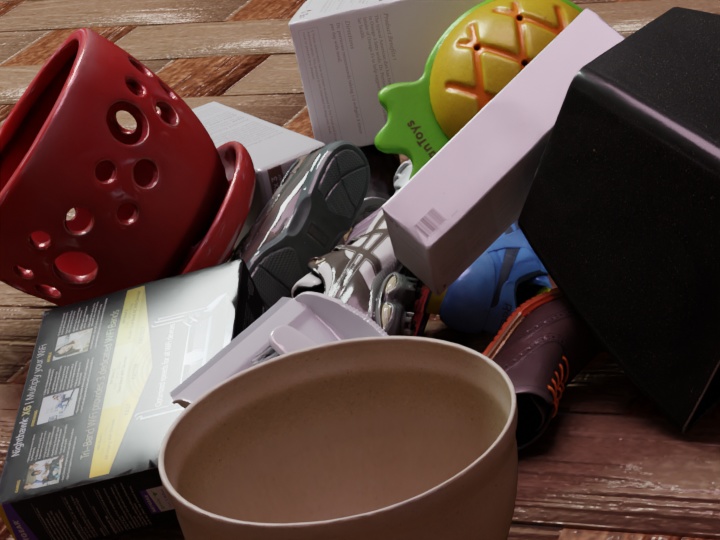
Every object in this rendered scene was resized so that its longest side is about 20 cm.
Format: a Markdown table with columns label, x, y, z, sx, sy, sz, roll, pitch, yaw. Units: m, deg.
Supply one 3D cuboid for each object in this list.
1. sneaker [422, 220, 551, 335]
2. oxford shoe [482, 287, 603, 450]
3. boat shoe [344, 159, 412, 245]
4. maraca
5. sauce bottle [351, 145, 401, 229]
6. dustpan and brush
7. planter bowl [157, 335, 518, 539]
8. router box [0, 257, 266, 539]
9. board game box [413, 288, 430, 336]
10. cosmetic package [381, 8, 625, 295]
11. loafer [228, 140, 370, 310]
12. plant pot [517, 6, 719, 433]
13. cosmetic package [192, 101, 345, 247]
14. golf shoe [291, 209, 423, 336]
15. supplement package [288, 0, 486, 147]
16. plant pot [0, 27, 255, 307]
| label | x | y | z | sx | sy | sz | roll | pitch | yaw |
| --- | --- | --- | --- | --- | --- | --- | --- | --- | --- |
| sneaker | 0.111 | -0.001 | 1.420 | 0.078 | 0.067 | 0.200 | 22 | 27 | 10 |
| oxford shoe | 0.114 | 0.076 | 1.233 | 0.199 | 0.072 | 0.072 | -36 | 36 | -25 |
| boat shoe | 0.064 | -0.063 | 1.504 | 0.199 | 0.072 | 0.069 | -30 | 66 | -14 |
| maraca | 0.105 | -0.135 | 1.463 | 0.199 | 0.138 | 0.107 | -35 | -11 | -7 |
| sauce bottle | 0.006 | -0.083 | 1.625 | 0.065 | 0.067 | 0.200 | -11 | 22 | 0 |
| dustpan and brush | -0.002 | 0.081 | 1.171 | 0.199 | 0.058 | 0.139 | 34 | 45 | 17 |
| planter bowl | -0.002 | 0.143 | 1.046 | 0.198 | 0.136 | 0.201 | -9 | 23 | 4 |
| router box | -0.149 | 0.089 | 1.260 | 0.156 | 0.053 | 0.201 | -14 | 36 | 13 |
| board game box | -0.016 | 0.066 | 1.332 | 0.102 | 0.020 | 0.201 | 4 | 30 | 11 |
| cosmetic package | 0.102 | -0.080 | 1.273 | 0.200 | 0.083 | 0.051 | -44 | 67 | -11 |
| loafer | -0.061 | -0.014 | 1.457 | 0.063 | 0.072 | 0.201 | 1 | 51 | 48 |
| plant pot | 0.222 | -0.054 | 1.228 | 0.177 | 0.201 | 0.199 | 36 | 45 | 21 |
| cosmetic package | -0.098 | -0.072 | 1.606 | 0.074 | 0.103 | 0.199 | -24 | 28 | -27 |
| golf shoe | 0.000 | 0.000 | 1.348 | 0.093 | 0.079 | 0.201 | 4 | 29 | 6 |
| supplement package | 0.053 | -0.184 | 1.584 | 0.198 | 0.118 | 0.117 | -10 | 16 | 9 |
| plant pot | -0.195 | -0.056 | 1.459 | 0.201 | 0.182 | 0.201 | -47 | 20 | 23 |
